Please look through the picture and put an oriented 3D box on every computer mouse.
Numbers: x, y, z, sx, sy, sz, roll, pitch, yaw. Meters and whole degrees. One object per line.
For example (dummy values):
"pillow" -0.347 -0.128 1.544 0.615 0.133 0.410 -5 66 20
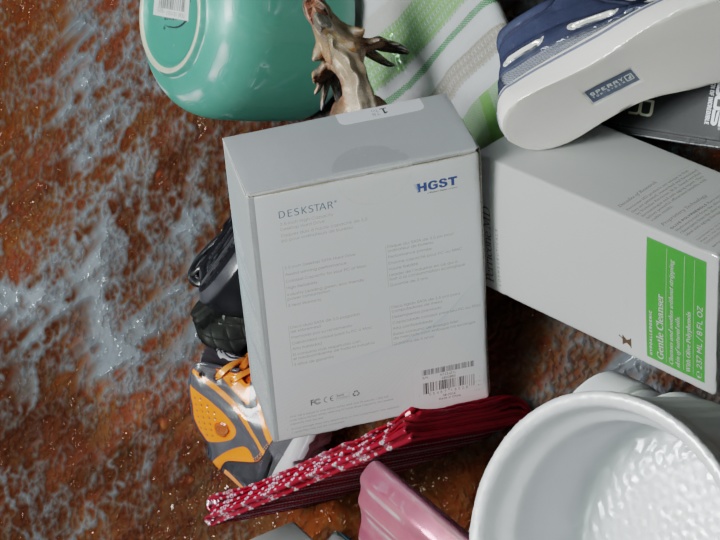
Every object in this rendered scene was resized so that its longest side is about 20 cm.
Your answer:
"computer mouse" -0.070 -0.017 1.613 0.053 0.200 0.139 35 100 -10

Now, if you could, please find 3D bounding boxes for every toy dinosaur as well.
"toy dinosaur" -0.001 -0.088 1.572 0.136 0.085 0.201 -117 29 -44

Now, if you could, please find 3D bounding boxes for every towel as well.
"towel" 0.005 0.130 1.550 0.200 0.144 0.023 -26 76 36
"towel" 0.049 -0.154 1.581 0.149 0.031 0.201 -46 55 48

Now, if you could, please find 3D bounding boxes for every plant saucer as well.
"plant saucer" 0.071 0.203 1.450 0.051 0.201 0.200 -49 54 -2

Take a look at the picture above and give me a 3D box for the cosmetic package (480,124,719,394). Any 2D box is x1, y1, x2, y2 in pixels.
"cosmetic package" 0.173 -0.016 1.437 0.200 0.085 0.108 24 133 39

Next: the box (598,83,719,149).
"box" 0.202 -0.185 1.473 0.160 0.043 0.201 14 96 41

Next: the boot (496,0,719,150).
"boot" 0.172 -0.155 1.423 0.199 0.073 0.091 -21 44 20

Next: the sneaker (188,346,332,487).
"sneaker" -0.061 0.069 1.637 0.112 0.078 0.201 32 108 15

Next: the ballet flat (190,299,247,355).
"ballet flat" -0.044 0.008 1.674 0.200 0.067 0.057 -29 112 35

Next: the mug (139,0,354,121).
"mug" -0.100 -0.177 1.669 0.185 0.114 0.152 -52 52 41

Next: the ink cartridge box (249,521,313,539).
"ink cartridge box" -0.027 0.296 1.579 0.200 0.083 0.147 39 132 36

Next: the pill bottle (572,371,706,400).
"pill bottle" 0.215 0.143 1.389 0.200 0.113 0.114 26 103 39

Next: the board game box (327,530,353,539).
"board game box" 0.067 0.253 1.476 0.200 0.135 0.028 39 89 26

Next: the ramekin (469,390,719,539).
"ramekin" 0.167 0.165 1.291 0.200 0.097 0.202 2 94 42

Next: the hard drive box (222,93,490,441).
"hard drive box" 0.000 0.000 1.492 0.077 0.155 0.201 -116 18 -53
